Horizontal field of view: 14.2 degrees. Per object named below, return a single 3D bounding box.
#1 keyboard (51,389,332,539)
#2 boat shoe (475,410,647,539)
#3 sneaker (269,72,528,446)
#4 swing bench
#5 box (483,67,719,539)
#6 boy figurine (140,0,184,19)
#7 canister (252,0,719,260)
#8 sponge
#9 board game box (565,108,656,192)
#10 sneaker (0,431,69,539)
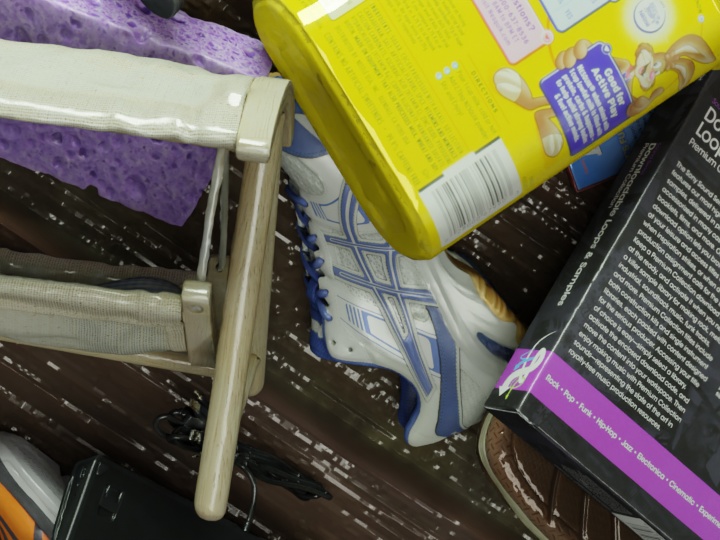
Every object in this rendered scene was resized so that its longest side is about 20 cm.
[{"bbox_3d":[-0.063,0.138,1.386,0.200,0.021,0.128,32,68,-36],"label":"keyboard"},{"bbox_3d":[0.130,0.124,1.411,0.202,0.075,0.075,34,75,-20],"label":"boat shoe"},{"bbox_3d":[0.000,0.000,1.367,0.088,0.075,0.200,-39,105,4],"label":"sneaker"},{"bbox_3d":[-0.138,-0.017,1.277,0.198,0.130,0.201,9,119,2],"label":"swing bench"},{"bbox_3d":[0.160,0.021,1.360,0.143,0.036,0.201,40,73,-27],"label":"box"},{"bbox_3d":[-0.037,-0.198,1.296,0.064,0.124,0.200,47,62,-1],"label":"boy figurine"},{"bbox_3d":[0.069,-0.115,1.292,0.200,0.087,0.149,-34,99,-13],"label":"canister"},{"bbox_3d":[-0.151,-0.095,1.318,0.199,0.030,0.112,21,138,-11],"label":"sponge"},{"bbox_3d":[0.115,-0.148,1.371,0.102,0.019,0.201,-22,106,-3],"label":"board game box"},{"bbox_3d":[-0.152,0.181,1.394,0.112,0.078,0.200,-33,106,1],"label":"sneaker"}]
